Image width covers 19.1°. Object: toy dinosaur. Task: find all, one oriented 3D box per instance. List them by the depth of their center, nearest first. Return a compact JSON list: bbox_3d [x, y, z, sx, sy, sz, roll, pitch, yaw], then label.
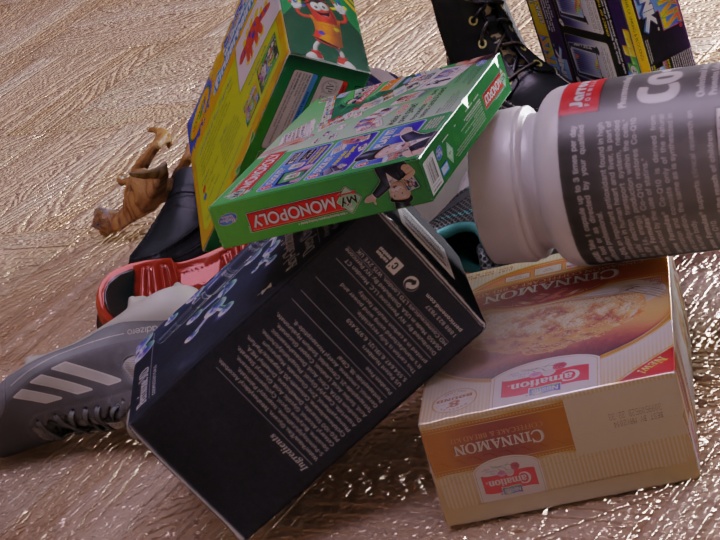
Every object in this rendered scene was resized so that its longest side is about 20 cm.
[{"bbox_3d":[-0.175,-0.075,1.831,0.107,0.060,0.200,-61,9,-26],"label":"toy dinosaur"}]

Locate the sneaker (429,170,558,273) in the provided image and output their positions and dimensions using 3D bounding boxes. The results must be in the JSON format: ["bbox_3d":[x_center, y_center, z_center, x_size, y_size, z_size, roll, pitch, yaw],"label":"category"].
[{"bbox_3d":[0.123,-0.009,1.464,0.199,0.078,0.091,16,42,44],"label":"sneaker"}]

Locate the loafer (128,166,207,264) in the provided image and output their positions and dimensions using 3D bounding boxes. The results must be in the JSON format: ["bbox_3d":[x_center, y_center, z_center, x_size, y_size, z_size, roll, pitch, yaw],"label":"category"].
[{"bbox_3d":[-0.139,-0.051,1.788,0.068,0.071,0.201,-7,24,29],"label":"loafer"}]

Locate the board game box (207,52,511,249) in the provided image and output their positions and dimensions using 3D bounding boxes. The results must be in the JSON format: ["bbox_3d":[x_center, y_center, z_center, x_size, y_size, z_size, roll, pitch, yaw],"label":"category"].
[{"bbox_3d":[0.004,-0.075,1.291,0.134,0.029,0.200,-13,18,23],"label":"board game box"}]

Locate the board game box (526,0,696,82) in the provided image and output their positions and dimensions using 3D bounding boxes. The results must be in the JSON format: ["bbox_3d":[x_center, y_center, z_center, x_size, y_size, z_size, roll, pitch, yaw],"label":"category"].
[{"bbox_3d":[0.197,-0.231,1.777,0.056,0.201,0.165,-27,24,-17],"label":"board game box"}]

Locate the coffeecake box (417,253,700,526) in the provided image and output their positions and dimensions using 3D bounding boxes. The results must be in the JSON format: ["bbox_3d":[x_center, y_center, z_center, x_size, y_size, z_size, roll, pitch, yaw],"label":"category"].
[{"bbox_3d":[0.123,0.062,1.306,0.152,0.073,0.200,-12,23,12],"label":"coffeecake box"}]

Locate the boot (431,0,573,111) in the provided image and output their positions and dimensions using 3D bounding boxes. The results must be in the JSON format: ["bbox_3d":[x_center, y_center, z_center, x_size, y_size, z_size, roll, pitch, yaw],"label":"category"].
[{"bbox_3d":[0.116,-0.197,1.822,0.073,0.155,0.203,-25,22,-17],"label":"boot"}]

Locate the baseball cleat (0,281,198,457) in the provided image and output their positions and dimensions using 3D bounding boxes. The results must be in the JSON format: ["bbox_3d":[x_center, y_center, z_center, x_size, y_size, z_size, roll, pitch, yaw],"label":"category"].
[{"bbox_3d":[-0.182,0.091,1.484,0.200,0.070,0.107,-36,56,14],"label":"baseball cleat"}]

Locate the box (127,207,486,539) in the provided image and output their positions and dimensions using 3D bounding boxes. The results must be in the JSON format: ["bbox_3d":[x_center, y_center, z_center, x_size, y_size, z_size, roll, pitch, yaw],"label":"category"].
[{"bbox_3d":[-0.036,0.042,1.322,0.200,0.107,0.149,-43,15,8],"label":"box"}]

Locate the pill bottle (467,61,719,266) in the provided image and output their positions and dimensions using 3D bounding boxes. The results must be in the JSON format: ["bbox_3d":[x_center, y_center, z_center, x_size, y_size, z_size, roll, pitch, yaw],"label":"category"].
[{"bbox_3d":[0.173,-0.064,1.315,0.199,0.115,0.114,-7,24,20],"label":"pill bottle"}]

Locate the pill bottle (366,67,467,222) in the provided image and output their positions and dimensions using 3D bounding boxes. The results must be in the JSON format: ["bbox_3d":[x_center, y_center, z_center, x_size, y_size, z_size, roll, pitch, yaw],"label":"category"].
[{"bbox_3d":[0.026,-0.088,1.690,0.110,0.112,0.200,-21,21,-9],"label":"pill bottle"}]

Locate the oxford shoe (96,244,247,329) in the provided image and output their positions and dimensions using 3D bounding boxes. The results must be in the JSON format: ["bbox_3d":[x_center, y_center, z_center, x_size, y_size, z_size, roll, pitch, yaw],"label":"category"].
[{"bbox_3d":[-0.097,0.023,1.579,0.199,0.073,0.072,-4,64,-11],"label":"oxford shoe"}]

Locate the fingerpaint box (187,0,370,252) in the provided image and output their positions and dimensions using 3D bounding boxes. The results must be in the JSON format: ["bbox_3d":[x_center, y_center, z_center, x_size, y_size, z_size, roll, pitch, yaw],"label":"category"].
[{"bbox_3d":[-0.068,-0.134,1.702,0.073,0.201,0.167,12,37,-20],"label":"fingerpaint box"}]
